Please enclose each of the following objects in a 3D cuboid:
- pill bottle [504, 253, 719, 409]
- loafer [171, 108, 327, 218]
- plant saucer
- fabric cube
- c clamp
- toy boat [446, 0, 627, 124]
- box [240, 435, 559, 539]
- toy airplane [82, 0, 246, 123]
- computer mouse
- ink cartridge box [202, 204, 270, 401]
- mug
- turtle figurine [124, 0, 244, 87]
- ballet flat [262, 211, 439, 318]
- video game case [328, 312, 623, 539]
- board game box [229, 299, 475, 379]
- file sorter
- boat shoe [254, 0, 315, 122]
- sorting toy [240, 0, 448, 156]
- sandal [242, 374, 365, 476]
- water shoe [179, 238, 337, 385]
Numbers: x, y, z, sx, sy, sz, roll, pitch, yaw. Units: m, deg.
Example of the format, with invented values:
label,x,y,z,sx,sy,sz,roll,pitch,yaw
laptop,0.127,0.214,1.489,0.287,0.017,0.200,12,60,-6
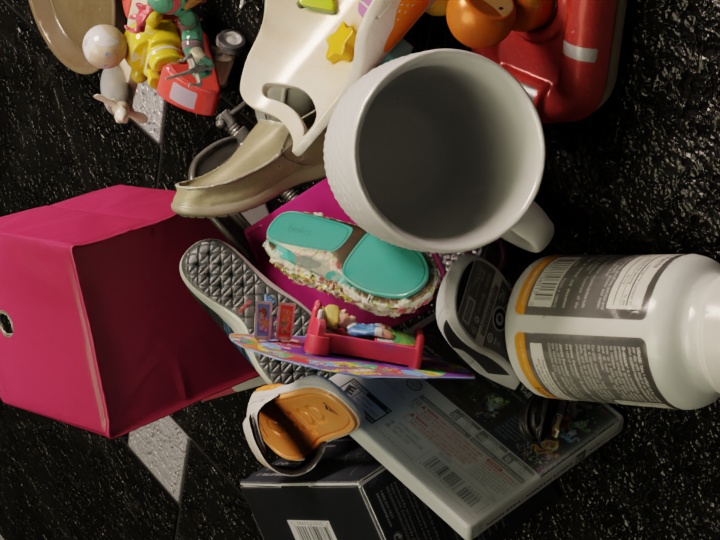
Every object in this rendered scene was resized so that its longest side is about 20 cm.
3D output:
label,x,y,z,sx,sy,sz,roll,pitch,yaw
pill bottle,0.216,0.045,1.130,0.200,0.116,0.117,1,108,45
loafer,-0.087,-0.104,1.385,0.076,0.199,0.069,16,126,64
plant saucer,-0.327,-0.326,1.726,0.200,0.029,0.201,26,126,43
fabric cube,-0.247,0.034,1.512,0.199,0.200,0.197,9,112,47
c clamp,-0.086,-0.073,1.468,0.027,0.171,0.200,-36,92,39
toy boat,0.119,-0.203,1.126,0.130,0.130,0.201,30,129,40
box,0.034,0.201,1.374,0.200,0.196,0.124,-12,105,54
toy airplane,-0.227,-0.250,1.540,0.199,0.141,0.201,4,110,52
computer mouse,0.112,0.053,1.200,0.044,0.110,0.200,-1,148,40
ink cartridge box,-0.139,0.025,1.611,0.145,0.084,0.201,-20,91,53
mug,0.065,-0.076,1.164,0.200,0.148,0.175,33,175,-13
turtle figurine,-0.138,-0.264,1.369,0.101,0.200,0.150,34,130,0
ballet flat,0.000,0.000,1.237,0.200,0.076,0.064,26,154,45
video game case,0.090,0.119,1.281,0.200,0.182,0.023,38,146,35
board game box,-0.002,0.051,1.201,0.158,0.200,0.039,14,97,44
file sorter,0.015,-0.017,1.357,0.200,0.125,0.139,-27,84,53
boat shoe,-0.051,-0.199,1.404,0.070,0.071,0.201,31,124,43
sorting toy,-0.030,-0.194,1.267,0.180,0.107,0.200,-56,43,13
sandal,-0.062,0.137,1.276,0.079,0.059,0.207,43,156,-4
water shoe,-0.083,0.051,1.367,0.200,0.071,0.079,49,172,16
